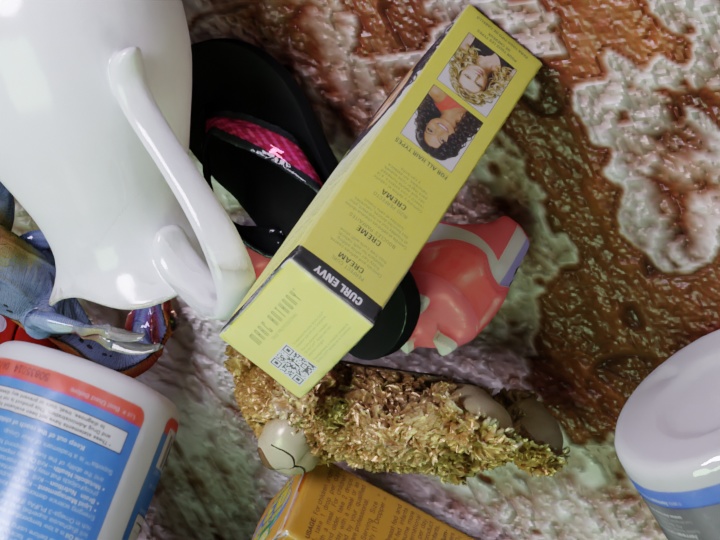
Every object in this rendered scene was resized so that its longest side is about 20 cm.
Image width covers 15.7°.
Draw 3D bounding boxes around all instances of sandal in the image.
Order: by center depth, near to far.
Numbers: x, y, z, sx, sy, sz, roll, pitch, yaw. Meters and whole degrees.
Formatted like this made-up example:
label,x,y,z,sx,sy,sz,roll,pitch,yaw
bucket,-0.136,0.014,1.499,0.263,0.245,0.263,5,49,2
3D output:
label,x,y,z,sx,sy,sz,roll,pitch,yaw
sandal,-0.043,-0.039,1.287,0.200,0.045,0.075,53,132,24

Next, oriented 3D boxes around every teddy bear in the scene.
label,x,y,z,sx,sy,sz,roll,pitch,yaw
teddy bear,0.014,0.084,1.381,0.200,0.067,0.145,8,177,20

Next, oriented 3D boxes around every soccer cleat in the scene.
label,x,y,z,sx,sy,sz,roll,pitch,yaw
soccer cleat,0.000,0.000,1.349,0.200,0.076,0.067,5,133,48

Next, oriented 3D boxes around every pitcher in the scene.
label,x,y,z,sx,sy,sz,roll,pitch,yaw
pitcher,-0.118,-0.075,1.220,0.172,0.121,0.200,14,128,54

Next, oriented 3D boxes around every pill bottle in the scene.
label,x,y,z,sx,sy,sz,roll,pitch,yaw
pill bottle,0.219,0.133,1.296,0.114,0.114,0.200,-12,122,38
pill bottle,-0.182,0.149,1.423,0.112,0.200,0.112,19,167,5

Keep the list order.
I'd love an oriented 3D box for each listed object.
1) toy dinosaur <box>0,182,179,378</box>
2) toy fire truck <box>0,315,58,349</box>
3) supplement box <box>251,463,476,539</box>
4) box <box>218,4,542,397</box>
label,x,y,z,sx,sy,sz,roll,pitch,yaw
toy dinosaur,-0.184,-0.006,1.418,0.200,0.105,0.182,1,139,27
toy fire truck,-0.221,0.111,1.557,0.200,0.129,0.176,24,147,-20
supplement box,0.037,0.183,1.468,0.200,0.069,0.067,28,140,-11
box,0.012,-0.035,1.199,0.050,0.200,0.075,38,137,-5
